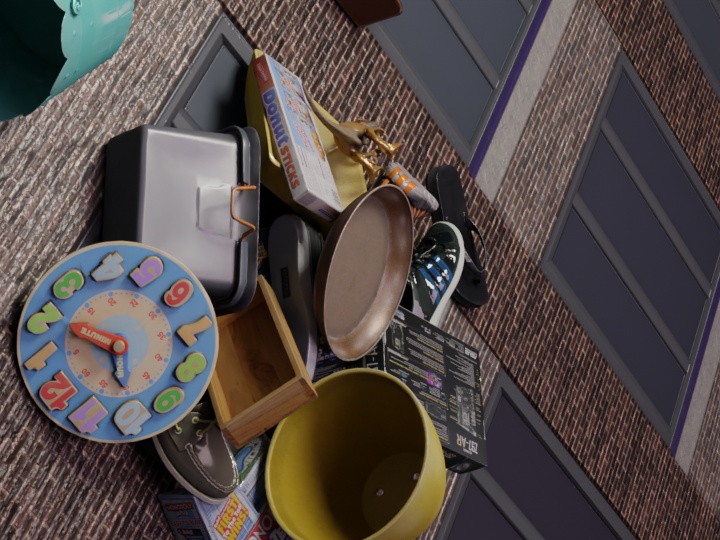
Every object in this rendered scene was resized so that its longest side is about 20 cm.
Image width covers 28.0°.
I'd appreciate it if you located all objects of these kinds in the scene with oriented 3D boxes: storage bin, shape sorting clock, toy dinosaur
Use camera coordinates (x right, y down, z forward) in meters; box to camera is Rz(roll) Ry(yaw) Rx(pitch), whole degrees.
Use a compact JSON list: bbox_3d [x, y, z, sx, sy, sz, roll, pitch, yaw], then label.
[{"bbox_3d":[-0.189,-0.060,1.512,0.133,0.145,0.202,9,77,-38],"label":"storage bin"},{"bbox_3d":[-0.238,0.072,1.424,0.198,0.039,0.202,-2,100,-11],"label":"shape sorting clock"},{"bbox_3d":[-0.014,-0.157,1.716,0.061,0.106,0.200,-56,167,8],"label":"toy dinosaur"}]

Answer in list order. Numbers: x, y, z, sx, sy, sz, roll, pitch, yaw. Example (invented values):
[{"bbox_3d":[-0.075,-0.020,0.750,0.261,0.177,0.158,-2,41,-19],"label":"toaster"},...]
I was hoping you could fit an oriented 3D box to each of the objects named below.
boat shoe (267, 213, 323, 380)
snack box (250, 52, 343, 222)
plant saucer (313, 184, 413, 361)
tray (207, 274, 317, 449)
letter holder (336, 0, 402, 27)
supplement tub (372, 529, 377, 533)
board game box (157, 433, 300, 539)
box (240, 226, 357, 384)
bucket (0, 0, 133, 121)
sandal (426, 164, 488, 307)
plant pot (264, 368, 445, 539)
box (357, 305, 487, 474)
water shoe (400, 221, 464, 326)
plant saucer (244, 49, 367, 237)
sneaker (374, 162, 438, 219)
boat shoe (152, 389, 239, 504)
[{"bbox_3d":[-0.064,0.038,1.621,0.066,0.070,0.202,10,69,-46],"label":"boat shoe"},{"bbox_3d":[-0.070,-0.149,1.601,0.072,0.024,0.201,30,35,-50],"label":"snack box"},{"bbox_3d":[0.000,0.000,1.605,0.200,0.032,0.202,-39,137,-50],"label":"plant saucer"},{"bbox_3d":[-0.115,0.092,1.506,0.037,0.098,0.200,55,4,-35],"label":"tray"},{"bbox_3d":[0.009,-0.420,1.793,0.200,0.141,0.101,46,51,-35],"label":"letter holder"},{"bbox_3d":[0.039,0.397,1.687,0.200,0.143,0.146,39,56,-39],"label":"supplement tub"},{"bbox_3d":[-0.125,0.281,1.578,0.201,0.061,0.200,60,45,-25],"label":"board game box"},{"bbox_3d":[-0.077,0.045,1.684,0.199,0.049,0.201,-13,92,-50],"label":"box"},{"bbox_3d":[-0.319,-0.253,1.336,0.135,0.206,0.209,-44,116,-53],"label":"bucket"},{"bbox_3d":[0.137,-0.044,1.958,0.076,0.043,0.202,-27,104,-49],"label":"sandal"},{"bbox_3d":[0.015,0.226,1.578,0.142,0.198,0.202,42,53,-51],"label":"plant pot"},{"bbox_3d":[0.075,0.141,1.745,0.199,0.043,0.162,29,49,-43],"label":"box"},{"bbox_3d":[0.077,0.011,1.854,0.079,0.071,0.201,43,53,-39],"label":"water shoe"},{"bbox_3d":[-0.068,-0.131,1.681,0.200,0.048,0.201,41,27,-39],"label":"plant saucer"},{"bbox_3d":[0.030,-0.074,1.819,0.078,0.112,0.200,44,7,12],"label":"sneaker"},{"bbox_3d":[-0.182,0.146,1.491,0.072,0.060,0.203,-29,88,-53],"label":"boat shoe"}]
